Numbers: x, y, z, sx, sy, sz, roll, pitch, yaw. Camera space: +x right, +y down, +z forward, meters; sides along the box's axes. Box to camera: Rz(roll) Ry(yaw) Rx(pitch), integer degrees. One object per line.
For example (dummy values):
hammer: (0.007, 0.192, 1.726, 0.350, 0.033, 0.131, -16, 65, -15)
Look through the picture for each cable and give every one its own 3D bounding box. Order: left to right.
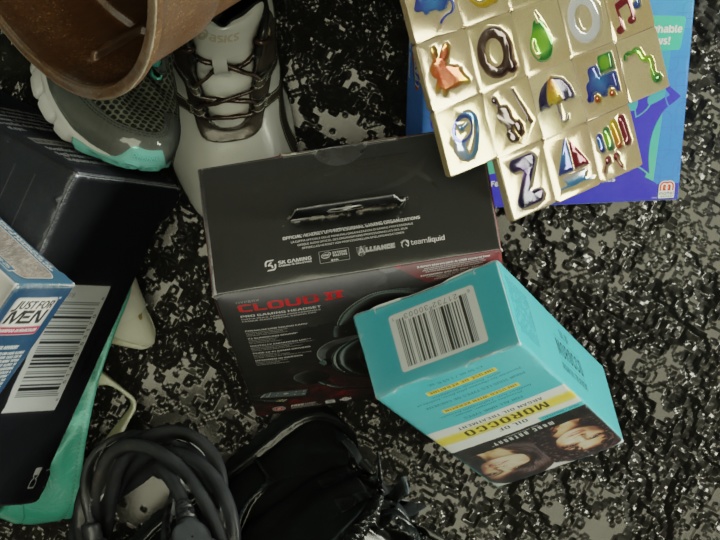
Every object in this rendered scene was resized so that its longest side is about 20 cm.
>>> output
cable: (-0.116, 0.178, 1.235, 0.051, 0.200, 0.163, 8, 140, -29)

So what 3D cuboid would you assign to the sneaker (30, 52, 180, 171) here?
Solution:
sneaker: (-0.130, -0.142, 1.218, 0.077, 0.200, 0.091, 6, 137, -30)

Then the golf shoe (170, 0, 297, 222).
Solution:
golf shoe: (-0.079, -0.109, 1.270, 0.078, 0.094, 0.201, -9, 96, 0)

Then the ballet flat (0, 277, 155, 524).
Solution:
ballet flat: (-0.156, 0.050, 1.306, 0.070, 0.067, 0.201, 16, 95, -25)

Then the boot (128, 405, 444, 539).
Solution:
boot: (-0.052, 0.168, 1.253, 0.198, 0.162, 0.073, -44, 117, 3)

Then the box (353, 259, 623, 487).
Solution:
box: (0.072, 0.059, 1.224, 0.082, 0.200, 0.049, -21, 65, 14)

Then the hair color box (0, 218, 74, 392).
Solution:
hair color box: (-0.241, 0.055, 1.137, 0.100, 0.060, 0.200, 40, 103, 18)

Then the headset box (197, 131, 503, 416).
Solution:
headset box: (0.000, 0.000, 1.221, 0.148, 0.200, 0.077, -9, 67, 0)

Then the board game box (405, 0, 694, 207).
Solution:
board game box: (0.103, -0.135, 1.248, 0.152, 0.045, 0.201, -3, 112, -10)

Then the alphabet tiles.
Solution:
alphabet tiles: (0.085, -0.134, 1.155, 0.166, 0.006, 0.201, -24, 104, -37)

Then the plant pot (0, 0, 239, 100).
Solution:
plant pot: (-0.082, -0.214, 1.121, 0.198, 0.200, 0.201, -30, 94, -29)

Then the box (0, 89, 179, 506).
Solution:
box: (-0.238, -0.003, 1.233, 0.200, 0.117, 0.197, 28, 99, 21)
